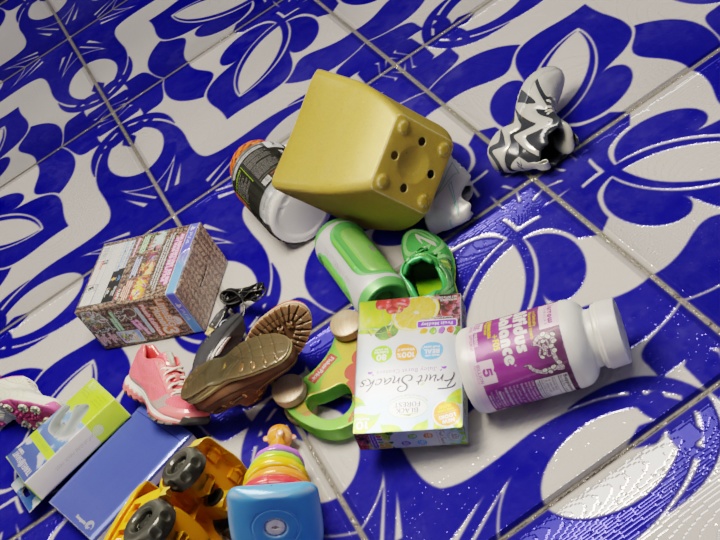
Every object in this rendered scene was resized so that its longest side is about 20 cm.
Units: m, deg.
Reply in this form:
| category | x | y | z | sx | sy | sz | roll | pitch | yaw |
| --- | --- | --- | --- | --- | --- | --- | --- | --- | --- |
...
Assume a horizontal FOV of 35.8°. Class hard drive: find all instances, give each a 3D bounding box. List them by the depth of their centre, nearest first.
| category | x | y | z | sx | sy | sz | roll | pitch | yaw |
| --- | --- | --- | --- | --- | --- | --- | --- | --- | --- |
| hard drive | -0.344 | 0.291 | 1.613 | 0.132 | 0.025 | 0.200 | 22 | 62 | 45 |

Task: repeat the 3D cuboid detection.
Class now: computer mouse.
| category | x | y | z | sx | sy | sz | roll | pitch | yaw |
| --- | --- | --- | --- | --- | --- | --- | --- | --- | --- |
| computer mouse | -0.222 | 0.102 | 1.698 | 0.140 | 0.046 | 0.201 | -8 | 54 | 61 |

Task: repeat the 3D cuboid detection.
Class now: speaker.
| category | x | y | z | sx | sy | sz | roll | pitch | yaw |
| --- | --- | --- | --- | --- | --- | --- | --- | --- | --- |
| speaker | 0.000 | 0.000 | 1.651 | 0.088 | 0.089 | 0.200 | -34 | 39 | -3 |

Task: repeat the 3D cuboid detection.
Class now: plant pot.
| category | x | y | z | sx | sy | sz | roll | pitch | yaw |
| --- | --- | --- | --- | --- | --- | --- | --- | --- | --- |
| plant pot | 0.024 | -0.169 | 1.658 | 0.200 | 0.194 | 0.196 | 17 | 86 | 54 |

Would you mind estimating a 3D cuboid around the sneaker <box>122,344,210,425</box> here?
| category | x | y | z | sx | sy | sz | roll | pitch | yaw |
| --- | --- | --- | --- | --- | --- | --- | --- | --- | --- |
| sneaker | -0.287 | 0.167 | 1.641 | 0.200 | 0.074 | 0.087 | 24 | 104 | 46 |

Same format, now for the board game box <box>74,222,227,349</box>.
| category | x | y | z | sx | sy | sz | roll | pitch | yaw |
| --- | --- | --- | --- | --- | --- | --- | --- | --- | --- |
| board game box | -0.342 | 0.026 | 1.836 | 0.199 | 0.097 | 0.160 | -11 | 43 | 24 |

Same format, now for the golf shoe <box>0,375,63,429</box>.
| category | x | y | z | sx | sy | sz | roll | pitch | yaw |
| --- | --- | --- | --- | --- | --- | --- | --- | --- | --- |
| golf shoe | -0.548 | 0.205 | 1.802 | 0.199 | 0.075 | 0.092 | -1 | 44 | 31 |

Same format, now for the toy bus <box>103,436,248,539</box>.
| category | x | y | z | sx | sy | sz | roll | pitch | yaw |
| --- | --- | --- | --- | --- | --- | --- | --- | --- | --- |
| toy bus | -0.253 | 0.330 | 1.448 | 0.192 | 0.136 | 0.200 | -15 | 37 | 44 |

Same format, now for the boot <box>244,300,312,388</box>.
| category | x | y | z | sx | sy | sz | roll | pitch | yaw |
| --- | --- | --- | --- | --- | --- | --- | --- | --- | --- |
| boot | -0.126 | 0.092 | 1.593 | 0.200 | 0.075 | 0.107 | -49 | 14 | 37 |

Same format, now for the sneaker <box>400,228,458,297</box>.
| category | x | y | z | sx | sy | sz | roll | pitch | yaw |
| --- | --- | --- | --- | --- | --- | --- | --- | --- | --- |
| sneaker | 0.097 | -0.003 | 1.592 | 0.074 | 0.084 | 0.200 | -25 | 38 | 8 |

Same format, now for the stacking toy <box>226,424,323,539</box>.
| category | x | y | z | sx | sy | sz | roll | pitch | yaw |
| --- | --- | --- | --- | --- | --- | --- | --- | --- | --- |
| stacking toy | -0.108 | 0.266 | 1.439 | 0.116 | 0.110 | 0.200 | -4 | 29 | -1 |

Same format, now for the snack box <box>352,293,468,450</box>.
| category | x | y | z | sx | sy | sz | roll | pitch | yaw |
| --- | --- | --- | --- | --- | --- | --- | --- | --- | --- |
| snack box | 0.067 | 0.129 | 1.445 | 0.142 | 0.053 | 0.201 | -6 | 54 | 13 |

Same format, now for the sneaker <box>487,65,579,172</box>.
| category | x | y | z | sx | sy | sz | roll | pitch | yaw |
| --- | --- | --- | --- | --- | --- | --- | --- | --- | --- |
| sneaker | 0.294 | -0.228 | 1.708 | 0.129 | 0.080 | 0.199 | 16 | 58 | 41 |

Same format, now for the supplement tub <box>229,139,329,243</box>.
| category | x | y | z | sx | sy | sz | roll | pitch | yaw |
| --- | --- | --- | --- | --- | --- | --- | --- | --- | --- |
| supplement tub | -0.139 | -0.139 | 1.860 | 0.122 | 0.123 | 0.200 | -36 | 40 | -7 |

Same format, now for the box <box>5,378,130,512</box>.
| category | x | y | z | sx | sy | sz | roll | pitch | yaw |
| --- | --- | --- | --- | --- | --- | --- | --- | --- | --- |
| box | -0.450 | 0.260 | 1.683 | 0.200 | 0.048 | 0.122 | -44 | 28 | -15 |

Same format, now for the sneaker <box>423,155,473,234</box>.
| category | x | y | z | sx | sy | sz | roll | pitch | yaw |
| --- | --- | --- | --- | --- | --- | --- | --- | --- | --- |
| sneaker | 0.136 | -0.138 | 1.732 | 0.080 | 0.071 | 0.201 | -13 | 50 | 14 |

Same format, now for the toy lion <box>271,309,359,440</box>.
| category | x | y | z | sx | sy | sz | roll | pitch | yaw |
| --- | --- | --- | --- | --- | --- | --- | --- | --- | --- |
| toy lion | 0.008 | 0.151 | 1.513 | 0.191 | 0.069 | 0.200 | 27 | 66 | 39 |

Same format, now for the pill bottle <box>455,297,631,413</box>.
| category | x | y | z | sx | sy | sz | roll | pitch | yaw |
| --- | --- | --- | --- | --- | --- | --- | --- | --- | --- |
| pill bottle | 0.226 | 0.100 | 1.376 | 0.199 | 0.112 | 0.113 | -18 | 41 | 17 |

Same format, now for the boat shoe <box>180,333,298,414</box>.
| category | x | y | z | sx | sy | sz | roll | pitch | yaw |
| --- | --- | --- | --- | --- | --- | --- | --- | --- | --- |
| boat shoe | -0.157 | 0.146 | 1.535 | 0.200 | 0.068 | 0.072 | -26 | 34 | 31 |
